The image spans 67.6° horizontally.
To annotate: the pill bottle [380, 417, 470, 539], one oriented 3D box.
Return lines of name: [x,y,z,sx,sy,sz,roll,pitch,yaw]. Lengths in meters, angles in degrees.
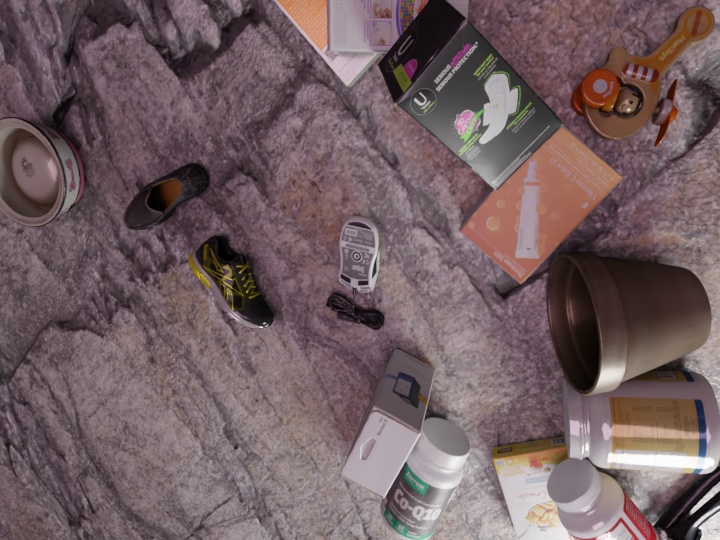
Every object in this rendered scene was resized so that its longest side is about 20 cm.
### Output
pill bottle: [0.117,0.376,0.972,0.111,0.113,0.203,23,112,8]

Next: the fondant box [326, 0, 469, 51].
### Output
fondant box: [0.050,-0.383,0.750,0.196,0.058,0.147,-1,108,-6]

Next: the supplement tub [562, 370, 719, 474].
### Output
supplement tub: [0.417,0.226,0.819,0.196,0.145,0.148,-2,106,17]

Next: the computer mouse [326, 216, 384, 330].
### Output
computer mouse: [0.000,0.000,0.930,0.108,0.044,0.204,15,116,16]

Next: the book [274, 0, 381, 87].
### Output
book: [-0.038,-0.404,0.814,0.133,0.048,0.201,-40,93,20]

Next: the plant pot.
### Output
plant pot: [0.383,0.067,0.771,0.170,0.200,0.204,-6,106,1]

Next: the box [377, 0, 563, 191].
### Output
box: [0.141,-0.236,0.716,0.199,0.150,0.124,32,116,-30]

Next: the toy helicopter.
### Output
toy helicopter: [0.392,-0.258,0.718,0.132,0.079,0.200,45,101,6]

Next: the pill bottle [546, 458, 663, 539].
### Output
pill bottle: [0.391,0.402,0.863,0.112,0.113,0.201,-36,102,23]

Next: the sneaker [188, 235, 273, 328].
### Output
sneaker: [-0.228,0.021,0.984,0.200,0.074,0.085,44,113,0]

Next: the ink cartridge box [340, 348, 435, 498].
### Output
ink cartridge box: [0.050,0.249,0.904,0.086,0.200,0.147,26,112,6]

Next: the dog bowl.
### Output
dog bowl: [-0.625,-0.191,1.037,0.196,0.074,0.204,5,108,16]

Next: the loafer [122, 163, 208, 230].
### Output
loafer: [-0.371,-0.131,0.981,0.198,0.072,0.073,-31,98,23]

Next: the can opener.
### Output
can opener: [0.547,0.399,0.889,0.063,0.078,0.203,42,116,43]

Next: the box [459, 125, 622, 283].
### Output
box: [0.257,-0.104,0.790,0.124,0.098,0.201,39,113,2]

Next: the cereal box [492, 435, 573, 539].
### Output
cereal box: [0.330,0.400,0.955,0.142,0.040,0.203,-17,101,18]
